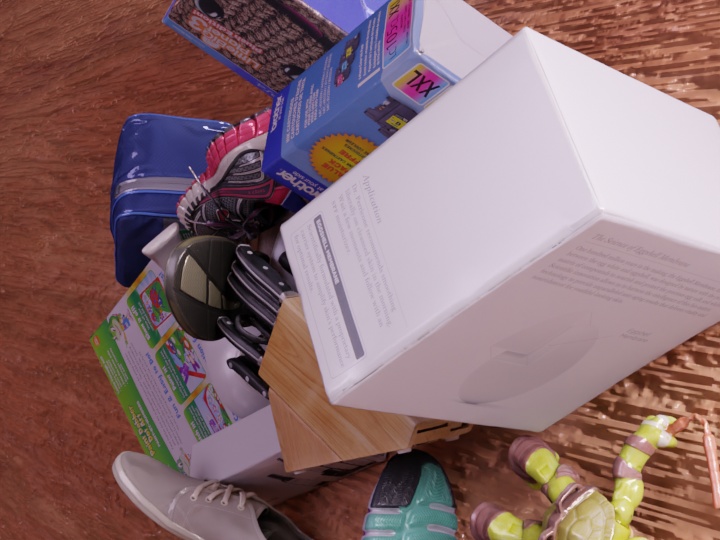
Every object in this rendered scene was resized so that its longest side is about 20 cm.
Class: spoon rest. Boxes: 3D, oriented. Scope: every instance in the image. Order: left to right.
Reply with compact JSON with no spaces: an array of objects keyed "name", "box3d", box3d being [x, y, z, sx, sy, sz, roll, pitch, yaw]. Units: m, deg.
[{"name":"spoon rest","box3d":[-0.114,0.048,1.242,0.099,0.200,0.061,-39,0,-9]}]

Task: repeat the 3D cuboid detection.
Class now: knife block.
[{"name":"knife block","box3d":[-0.021,0.051,1.013,0.200,0.064,0.177,-19,82,48]}]

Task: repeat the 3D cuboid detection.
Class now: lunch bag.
[{"name":"lunch bag","box3d":[-0.184,-0.050,1.422,0.200,0.135,0.133,103,172,-62]}]

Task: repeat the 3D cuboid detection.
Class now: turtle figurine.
[{"name":"turtle figurine","box3d":[0.128,0.167,0.847,0.161,0.064,0.201,17,90,62]}]

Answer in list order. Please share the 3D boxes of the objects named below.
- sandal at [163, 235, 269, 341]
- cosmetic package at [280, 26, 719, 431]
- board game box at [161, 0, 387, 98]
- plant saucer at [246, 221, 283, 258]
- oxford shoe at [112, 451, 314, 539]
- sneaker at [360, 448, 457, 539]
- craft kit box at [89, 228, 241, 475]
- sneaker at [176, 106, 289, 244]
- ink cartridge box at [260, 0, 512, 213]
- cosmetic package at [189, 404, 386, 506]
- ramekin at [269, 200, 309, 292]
[{"name":"sandal","box3d":[-0.122,0.013,1.120,0.201,0.057,0.080,22,-97,-79]},{"name":"cosmetic package","box3d":[0.099,-0.012,0.805,0.200,0.199,0.123,-35,58,32]},{"name":"board game box","box3d":[-0.068,-0.252,1.299,0.200,0.159,0.097,-18,43,64]},{"name":"plant saucer","box3d":[-0.082,-0.061,1.305,0.200,0.036,0.202,-179,90,-81]},{"name":"oxford shoe","box3d":[-0.117,0.201,1.167,0.058,0.199,0.075,-63,-14,18]},{"name":"sneaker","box3d":[0.018,0.231,1.004,0.087,0.074,0.201,-33,47,56]},{"name":"craft kit box","box3d":[-0.165,0.095,1.345,0.197,0.048,0.201,-44,68,38]},{"name":"sneaker","box3d":[-0.099,-0.057,1.164,0.075,0.080,0.200,58,159,9]},{"name":"ink cartridge box","box3d":[0.026,-0.093,0.964,0.200,0.136,0.077,-32,39,43]},{"name":"cosmetic package","box3d":[-0.065,0.154,1.182,0.200,0.082,0.051,-32,47,51]},{"name":"ramekin","box3d":[0.000,0.000,1.140,0.202,0.094,0.203,-39,42,46]}]
